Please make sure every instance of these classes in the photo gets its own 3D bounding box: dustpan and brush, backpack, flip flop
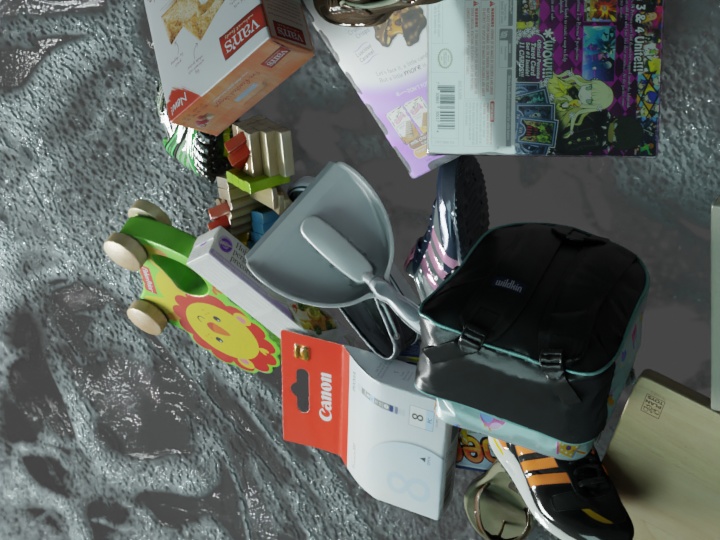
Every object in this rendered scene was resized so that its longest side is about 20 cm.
[{"bbox_3d":[0.000,0.000,1.256,0.200,0.140,0.057,41,177,11],"label":"dustpan and brush"},{"bbox_3d":[0.153,0.053,1.147,0.175,0.200,0.154,15,134,19],"label":"backpack"},{"bbox_3d":[0.146,0.242,1.344,0.081,0.058,0.200,22,154,2],"label":"flip flop"}]

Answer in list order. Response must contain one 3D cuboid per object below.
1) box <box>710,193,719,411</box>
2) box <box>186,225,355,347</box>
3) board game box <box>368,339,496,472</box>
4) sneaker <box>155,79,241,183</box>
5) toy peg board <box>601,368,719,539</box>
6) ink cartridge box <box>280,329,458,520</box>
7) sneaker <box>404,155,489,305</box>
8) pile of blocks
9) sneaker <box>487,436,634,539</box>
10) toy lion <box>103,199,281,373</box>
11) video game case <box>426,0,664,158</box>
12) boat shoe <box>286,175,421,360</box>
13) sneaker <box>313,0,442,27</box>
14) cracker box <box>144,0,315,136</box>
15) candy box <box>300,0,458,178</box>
[{"bbox_3d":[0.332,0.024,1.083,0.082,0.068,0.200,13,126,30],"label":"box"},{"bbox_3d":[-0.088,0.032,1.370,0.200,0.039,0.041,40,138,-25],"label":"box"},{"bbox_3d":[0.112,0.139,1.348,0.200,0.034,0.136,3,121,35],"label":"board game box"},{"bbox_3d":[-0.168,-0.180,1.305,0.085,0.078,0.200,25,131,23],"label":"sneaker"},{"bbox_3d":[0.322,0.199,1.206,0.200,0.098,0.200,27,121,19],"label":"toy peg board"},{"bbox_3d":[0.001,0.156,1.367,0.200,0.047,0.160,15,129,18],"label":"ink cartridge box"},{"bbox_3d":[0.074,-0.021,1.242,0.082,0.070,0.200,12,124,28],"label":"sneaker"},{"bbox_3d":[-0.115,-0.063,1.333,0.082,0.062,0.200,50,145,31],"label":"pile of blocks"},{"bbox_3d":[0.179,0.164,1.193,0.200,0.070,0.090,-129,43,-52],"label":"sneaker"},{"bbox_3d":[-0.164,0.032,1.435,0.191,0.069,0.200,21,149,18],"label":"toy lion"},{"bbox_3d":[0.140,-0.187,1.025,0.181,0.036,0.201,1,107,9],"label":"video game case"},{"bbox_3d":[-0.014,0.000,1.321,0.072,0.068,0.200,-27,100,44],"label":"boat shoe"},{"bbox_3d":[0.003,-0.225,1.014,0.200,0.075,0.071,-2,99,58],"label":"sneaker"},{"bbox_3d":[-0.123,-0.237,1.158,0.134,0.058,0.200,-34,60,34],"label":"cracker box"},{"bbox_3d":[0.063,-0.201,1.124,0.168,0.072,0.200,-23,105,44],"label":"candy box"}]
